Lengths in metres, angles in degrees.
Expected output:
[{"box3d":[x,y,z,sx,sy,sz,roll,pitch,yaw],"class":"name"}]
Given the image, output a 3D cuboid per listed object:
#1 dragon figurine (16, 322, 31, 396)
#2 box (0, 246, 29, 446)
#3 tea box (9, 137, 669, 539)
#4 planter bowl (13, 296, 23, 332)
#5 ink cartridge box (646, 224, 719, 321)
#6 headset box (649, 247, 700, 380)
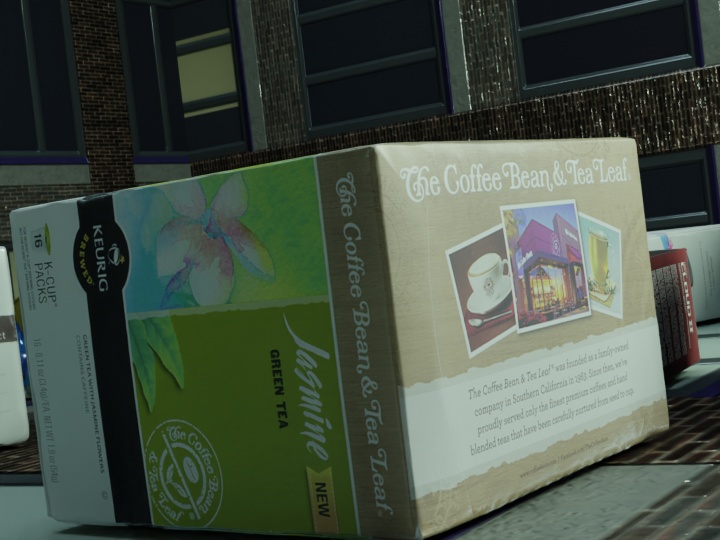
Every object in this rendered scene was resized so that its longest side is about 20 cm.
[{"box3d":[-0.342,0.073,1.187,0.198,0.101,0.059,-7,1,-37],"class":"dragon figurine"},{"box3d":[-0.354,0.063,0.846,0.197,0.133,0.199,-8,1,-37],"class":"box"},{"box3d":[-0.003,0.022,0.537,0.195,0.136,0.199,-7,1,39],"class":"tea box"},{"box3d":[-0.167,0.055,0.983,0.197,0.085,0.200,-12,-10,-2],"class":"planter bowl"},{"box3d":[0.218,0.013,1.125,0.198,0.087,0.147,-9,2,-37],"class":"ink cartridge box"},{"box3d":[0.109,0.035,0.760,0.147,0.078,0.199,-7,2,29],"class":"headset box"}]
